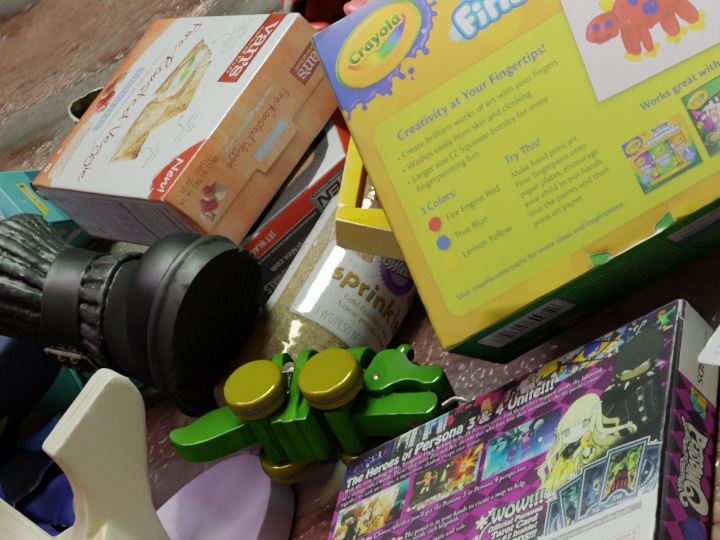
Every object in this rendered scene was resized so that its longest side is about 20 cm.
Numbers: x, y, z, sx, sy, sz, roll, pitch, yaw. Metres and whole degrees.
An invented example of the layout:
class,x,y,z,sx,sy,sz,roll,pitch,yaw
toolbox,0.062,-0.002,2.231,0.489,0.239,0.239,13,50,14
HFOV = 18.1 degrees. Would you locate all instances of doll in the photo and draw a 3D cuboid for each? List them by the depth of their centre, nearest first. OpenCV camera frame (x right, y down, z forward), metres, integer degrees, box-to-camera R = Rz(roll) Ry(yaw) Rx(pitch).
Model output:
class,x,y,z,sx,sy,sz,roll,pitch,yaw
doll,-0.185,0.135,1.296,0.200,0.048,0.137,5,68,61

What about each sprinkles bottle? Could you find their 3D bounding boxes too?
class,x,y,z,sx,sy,sz,roll,pitch,yaw
sprinkles bottle,0.000,0.000,1.179,0.068,0.068,0.200,-2,51,56

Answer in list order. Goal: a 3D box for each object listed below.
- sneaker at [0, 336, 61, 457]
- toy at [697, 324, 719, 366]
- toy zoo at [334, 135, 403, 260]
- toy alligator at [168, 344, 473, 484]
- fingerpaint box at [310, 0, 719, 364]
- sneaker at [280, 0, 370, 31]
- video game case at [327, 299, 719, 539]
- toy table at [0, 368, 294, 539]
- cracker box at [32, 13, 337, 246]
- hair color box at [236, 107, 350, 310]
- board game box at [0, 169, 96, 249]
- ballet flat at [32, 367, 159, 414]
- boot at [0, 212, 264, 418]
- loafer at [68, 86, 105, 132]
class,x,y,z,sx,sy,sz,roll,pitch,yaw
sneaker,-0.239,0.063,1.366,0.074,0.082,0.200,-26,-15,-36
toy,0.232,-0.023,0.877,0.200,0.047,0.115,-52,22,-17
toy zoo,0.060,-0.062,1.134,0.130,0.021,0.201,3,44,7
toy alligator,0.004,0.057,1.072,0.199,0.059,0.054,-10,42,22
fingerpaint box,0.101,-0.078,1.008,0.200,0.073,0.167,-31,71,20
sneaker,-0.015,-0.164,1.315,0.086,0.074,0.200,-9,18,-27
video game case,0.060,0.121,0.954,0.200,0.036,0.182,-29,31,33
toy table,-0.138,0.152,1.123,0.184,0.117,0.200,0,54,56
cracker box,-0.100,-0.082,1.320,0.134,0.058,0.200,-55,27,-14
hair color box,-0.040,-0.060,1.332,0.101,0.061,0.200,-41,27,12
board game box,-0.250,-0.001,1.484,0.151,0.047,0.200,-43,-5,10
ballet flat,-0.157,0.048,1.375,0.200,0.072,0.072,-9,46,53
boot,-0.136,0.012,1.175,0.080,0.157,0.211,-60,-9,-17
loafer,-0.113,-0.110,1.487,0.199,0.068,0.076,-23,34,23
